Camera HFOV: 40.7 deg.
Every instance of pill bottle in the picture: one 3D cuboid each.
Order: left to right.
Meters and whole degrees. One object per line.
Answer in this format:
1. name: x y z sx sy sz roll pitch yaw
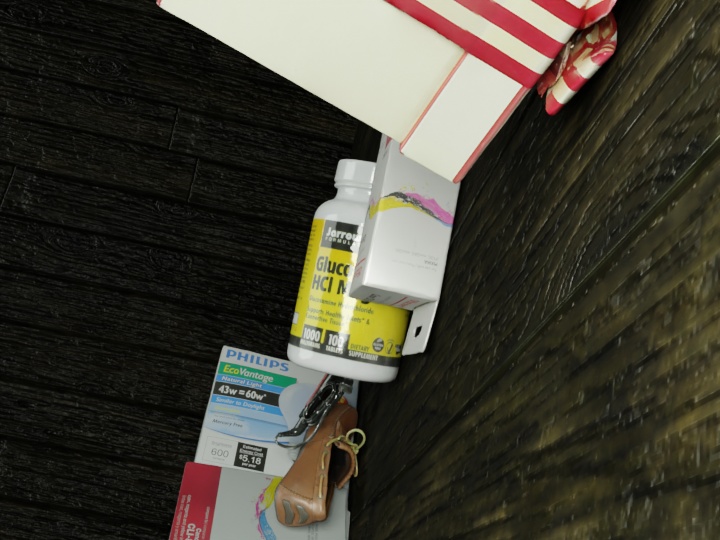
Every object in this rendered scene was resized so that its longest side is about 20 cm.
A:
1. pill bottle: 0.000 0.000 0.944 0.112 0.111 0.203 173 108 -86

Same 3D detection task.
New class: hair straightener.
1. hair straightener: -0.033 0.122 1.090 0.201 0.041 0.077 -51 9 6

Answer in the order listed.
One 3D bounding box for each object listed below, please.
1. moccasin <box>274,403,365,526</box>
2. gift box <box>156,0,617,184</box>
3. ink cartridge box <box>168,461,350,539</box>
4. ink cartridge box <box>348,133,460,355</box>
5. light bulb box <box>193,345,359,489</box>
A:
1. moccasin: -0.034 0.218 1.114 0.201 0.077 0.075 -49 -42 -67
2. gift box: 0.040 -0.176 0.443 0.200 0.185 0.186 -50 19 38
3. ink cartridge box: -0.120 0.333 1.111 0.145 0.197 0.147 -92 13 -62
4. ink cartridge box: 0.037 -0.033 0.833 0.116 0.067 0.203 130 151 -81
5. light bulb box: -0.111 0.227 1.267 0.201 0.196 0.126 -85 10 -49
